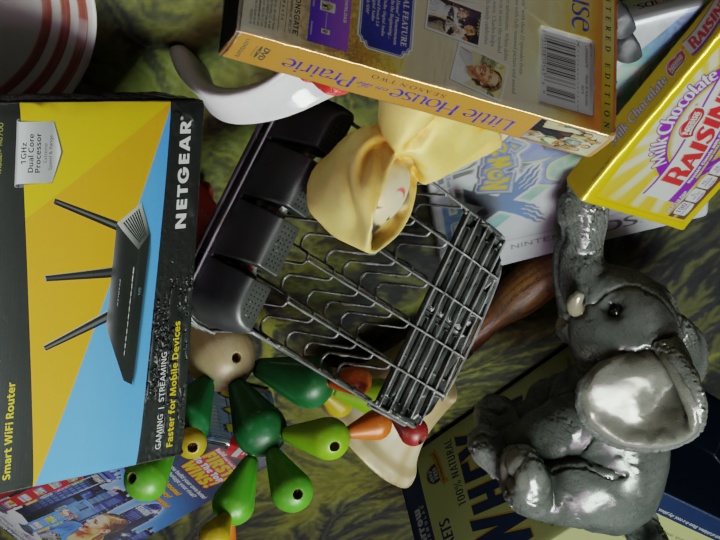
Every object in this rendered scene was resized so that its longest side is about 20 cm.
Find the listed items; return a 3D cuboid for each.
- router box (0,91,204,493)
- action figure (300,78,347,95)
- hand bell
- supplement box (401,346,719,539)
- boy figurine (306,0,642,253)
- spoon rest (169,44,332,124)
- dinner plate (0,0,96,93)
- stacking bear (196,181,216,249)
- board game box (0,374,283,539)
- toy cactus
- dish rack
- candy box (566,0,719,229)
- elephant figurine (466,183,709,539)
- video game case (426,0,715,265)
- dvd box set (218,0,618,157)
[{"bbox_3d":[-0.156,0.008,0.921,0.149,0.051,0.201,-7,105,-47],"label":"router box"},{"bbox_3d":[-0.046,-0.148,0.869,0.200,0.052,0.065,37,122,-12],"label":"action figure"},{"bbox_3d":[0.072,0.045,1.190,0.200,0.104,0.104,-42,136,13],"label":"hand bell"},{"bbox_3d":[0.174,0.181,1.327,0.200,0.135,0.200,-38,136,27],"label":"supplement box"},{"bbox_3d":[0.055,-0.089,0.948,0.200,0.065,0.124,-38,158,-2],"label":"boy figurine"},{"bbox_3d":[-0.006,-0.133,0.943,0.199,0.061,0.099,-25,141,15],"label":"spoon rest"},{"bbox_3d":[-0.237,-0.130,0.904,0.199,0.024,0.201,-9,142,-7],"label":"dinner plate"},{"bbox_3d":[-0.170,0.011,1.035,0.199,0.122,0.114,-31,119,4],"label":"stacking bear"},{"bbox_3d":[-0.166,0.118,1.204,0.199,0.062,0.200,-23,141,10],"label":"board game box"},{"bbox_3d":[-0.071,0.087,1.112,0.199,0.165,0.102,-21,151,-21],"label":"toy cactus"},{"bbox_3d":[0.000,0.000,1.040,0.200,0.054,0.154,33,81,-42],"label":"dish rack"},{"bbox_3d":[0.218,-0.110,1.036,0.102,0.026,0.200,13,126,-38],"label":"candy box"},{"bbox_3d":[0.167,0.066,1.120,0.155,0.142,0.200,14,121,-35],"label":"elephant figurine"},{"bbox_3d":[0.128,-0.080,1.080,0.181,0.022,0.200,-14,142,-1],"label":"video game case"},{"bbox_3d":[0.034,-0.147,0.852,0.199,0.147,0.029,13,156,-21],"label":"dvd box set"}]
